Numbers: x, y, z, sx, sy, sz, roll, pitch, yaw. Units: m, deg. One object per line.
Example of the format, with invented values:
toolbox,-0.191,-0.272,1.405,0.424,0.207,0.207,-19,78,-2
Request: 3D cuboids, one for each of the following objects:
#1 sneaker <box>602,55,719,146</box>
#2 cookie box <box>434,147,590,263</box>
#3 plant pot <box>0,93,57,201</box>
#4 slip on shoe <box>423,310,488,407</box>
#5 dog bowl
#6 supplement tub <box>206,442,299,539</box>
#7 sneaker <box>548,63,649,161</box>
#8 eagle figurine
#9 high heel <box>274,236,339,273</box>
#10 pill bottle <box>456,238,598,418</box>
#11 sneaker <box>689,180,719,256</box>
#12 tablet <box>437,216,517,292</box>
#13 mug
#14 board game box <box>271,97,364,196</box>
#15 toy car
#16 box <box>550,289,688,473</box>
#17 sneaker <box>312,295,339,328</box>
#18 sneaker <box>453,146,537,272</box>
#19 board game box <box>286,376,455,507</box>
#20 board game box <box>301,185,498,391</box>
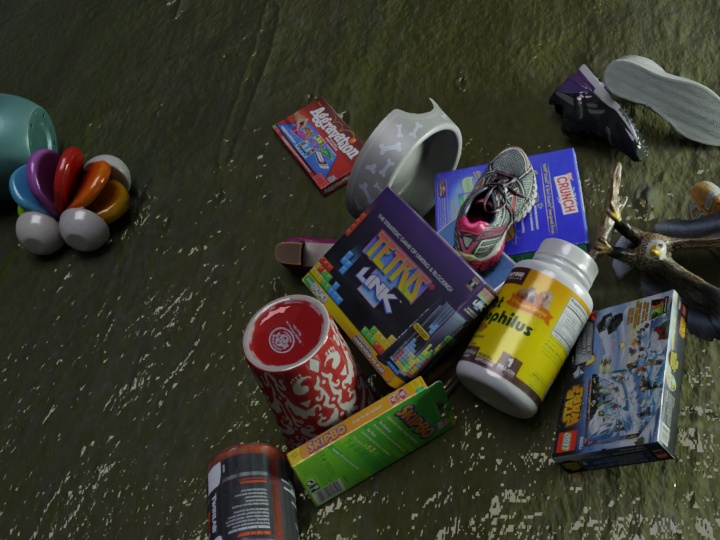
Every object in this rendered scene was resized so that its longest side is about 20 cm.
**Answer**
sneaker,0.447,-0.253,1.399,0.198,0.074,0.116,32,26,9
cookie box,0.205,-0.064,1.324,0.197,0.076,0.173,-9,51,14
plant pot,-0.623,-0.214,1.695,0.158,0.202,0.203,-3,49,6
slip on shoe,0.116,0.088,1.236,0.075,0.061,0.200,26,64,36
dog bowl,0.067,-0.141,1.370,0.058,0.201,0.200,36,68,25
supplement tub,-0.121,0.305,1.106,0.105,0.108,0.202,-16,46,6
sneaker,0.343,-0.208,1.418,0.087,0.076,0.201,-36,44,13
eagle figurine,0.378,-0.018,1.177,0.197,0.154,0.151,18,40,18
high heel,-0.023,-0.011,1.395,0.196,0.096,0.069,4,92,7
pill bottle,0.205,0.065,1.166,0.108,0.109,0.202,22,73,34
sneaker,0.497,-0.047,1.216,0.087,0.076,0.201,-20,48,-19
tablet,0.093,0.025,1.241,0.199,0.014,0.130,-38,53,-9
mug,-0.076,0.130,1.177,0.175,0.201,0.134,12,56,28
board game box,-0.061,-0.205,1.588,0.102,0.020,0.200,-30,47,-8
toy car,-0.482,-0.131,1.591,0.197,0.151,0.177,-4,49,18
box,0.297,0.126,1.112,0.136,0.040,0.202,-20,40,43
sneaker,0.000,0.000,1.304,0.075,0.078,0.201,41,94,6
sneaker,0.176,-0.090,1.247,0.079,0.075,0.201,13,50,19
board game box,0.016,0.199,1.153,0.198,0.096,0.030,-27,45,-4
board game box,0.044,0.022,1.193,0.166,0.057,0.200,-48,55,6
